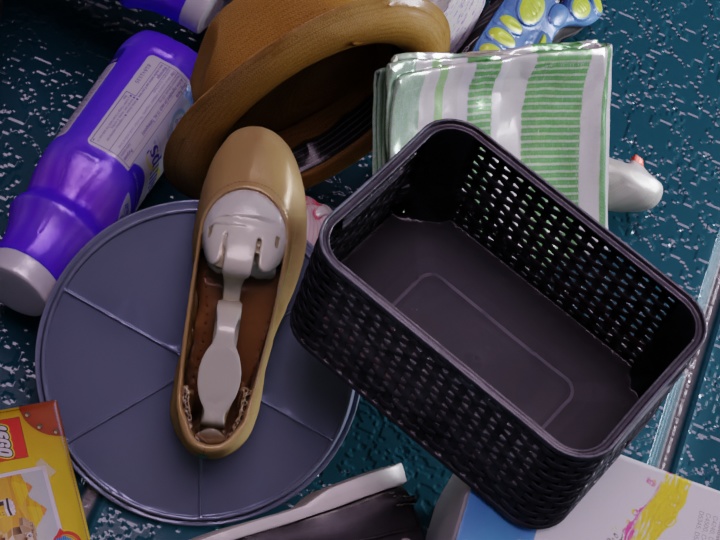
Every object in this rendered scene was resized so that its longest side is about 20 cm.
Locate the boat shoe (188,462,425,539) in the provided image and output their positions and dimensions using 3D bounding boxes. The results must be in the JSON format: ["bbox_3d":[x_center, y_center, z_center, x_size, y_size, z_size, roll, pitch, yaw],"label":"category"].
[{"bbox_3d":[-0.057,0.175,1.255,0.200,0.074,0.060,-20,85,-17],"label":"boat shoe"}]

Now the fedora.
[{"bbox_3d":[-0.044,-0.124,1.309,0.200,0.201,0.082,-19,63,-22],"label":"fedora"}]

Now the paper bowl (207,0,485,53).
[{"bbox_3d":[-0.018,-0.218,1.412,0.200,0.104,0.201,-4,77,18],"label":"paper bowl"}]

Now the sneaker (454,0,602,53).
[{"bbox_3d":[0.107,-0.171,1.482,0.071,0.083,0.200,54,44,-15],"label":"sneaker"}]

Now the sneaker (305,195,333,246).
[{"bbox_3d":[0.000,0.000,1.343,0.200,0.075,0.105,-4,93,-12],"label":"sneaker"}]

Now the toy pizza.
[{"bbox_3d":[-0.098,0.056,1.288,0.200,0.032,0.201,0,95,-2],"label":"toy pizza"}]

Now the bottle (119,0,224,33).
[{"bbox_3d":[-0.178,-0.224,1.362,0.200,0.084,0.065,32,89,2],"label":"bottle"}]

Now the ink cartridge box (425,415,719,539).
[{"bbox_3d":[0.135,0.203,1.238,0.200,0.147,0.146,20,58,-1],"label":"ink cartridge box"}]

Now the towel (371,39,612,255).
[{"bbox_3d":[0.087,-0.067,1.331,0.200,0.023,0.153,-11,107,-41],"label":"towel"}]

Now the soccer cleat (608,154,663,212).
[{"bbox_3d":[0.106,-0.056,1.430,0.200,0.069,0.078,11,79,-9],"label":"soccer cleat"}]

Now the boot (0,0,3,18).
[{"bbox_3d":[-0.306,-0.139,1.350,0.131,0.070,0.200,14,74,-5],"label":"boot"}]

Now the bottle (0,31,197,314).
[{"bbox_3d":[-0.169,-0.061,1.342,0.065,0.084,0.200,27,58,6],"label":"bottle"}]

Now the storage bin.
[{"bbox_3d":[0.075,0.029,1.186,0.200,0.094,0.135,40,58,11],"label":"storage bin"}]

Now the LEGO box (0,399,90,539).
[{"bbox_3d":[-0.226,0.190,1.201,0.149,0.077,0.200,-10,64,-18],"label":"LEGO box"}]

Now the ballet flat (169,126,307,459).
[{"bbox_3d":[-0.070,0.015,1.238,0.068,0.063,0.200,7,94,-1],"label":"ballet flat"}]
